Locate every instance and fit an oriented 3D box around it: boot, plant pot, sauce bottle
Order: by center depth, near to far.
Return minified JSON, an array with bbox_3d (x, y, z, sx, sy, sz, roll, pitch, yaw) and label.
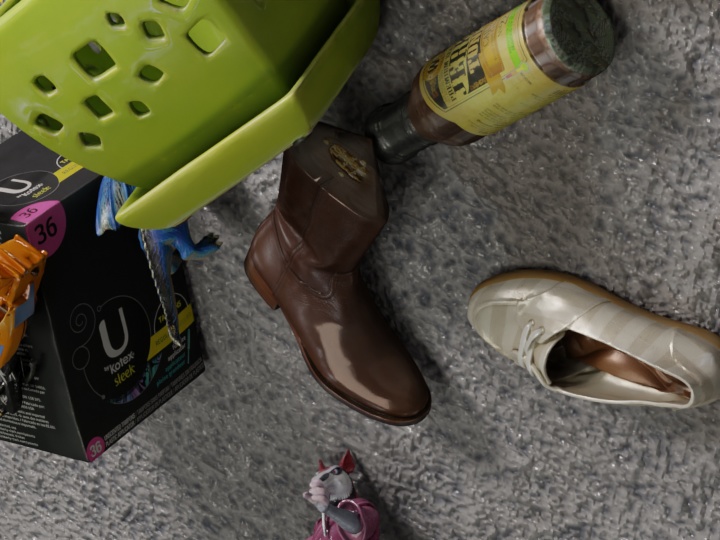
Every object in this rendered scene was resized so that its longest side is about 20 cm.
[{"bbox_3d":[0.076,-0.117,1.576,0.200,0.065,0.065,-28,99,47],"label":"sauce bottle"},{"bbox_3d":[-0.110,-0.156,1.591,0.199,0.200,0.182,-32,105,33],"label":"plant pot"},{"bbox_3d":[0.000,0.000,1.690,0.186,0.064,0.200,43,148,10],"label":"boot"}]

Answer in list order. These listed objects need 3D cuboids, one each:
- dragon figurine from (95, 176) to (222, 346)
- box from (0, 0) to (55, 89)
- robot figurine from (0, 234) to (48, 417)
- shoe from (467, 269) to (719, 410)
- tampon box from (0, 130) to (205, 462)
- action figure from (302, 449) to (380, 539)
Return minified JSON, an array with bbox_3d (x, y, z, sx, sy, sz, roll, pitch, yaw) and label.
[{"bbox_3d":[-0.150,-0.047,1.754,0.099,0.201,0.059,29,152,-37],"label":"dragon figurine"},{"bbox_3d":[-0.267,-0.231,1.786,0.158,0.048,0.201,37,135,12],"label":"box"},{"bbox_3d":[-0.292,0.029,1.758,0.145,0.058,0.200,40,135,14],"label":"robot figurine"},{"bbox_3d":[0.152,0.049,1.637,0.199,0.053,0.070,15,127,31],"label":"shoe"},{"bbox_3d":[-0.223,0.013,1.843,0.126,0.150,0.201,10,124,35],"label":"tampon box"},{"bbox_3d":[-0.006,0.230,1.827,0.148,0.201,0.134,15,155,-24],"label":"action figure"}]
